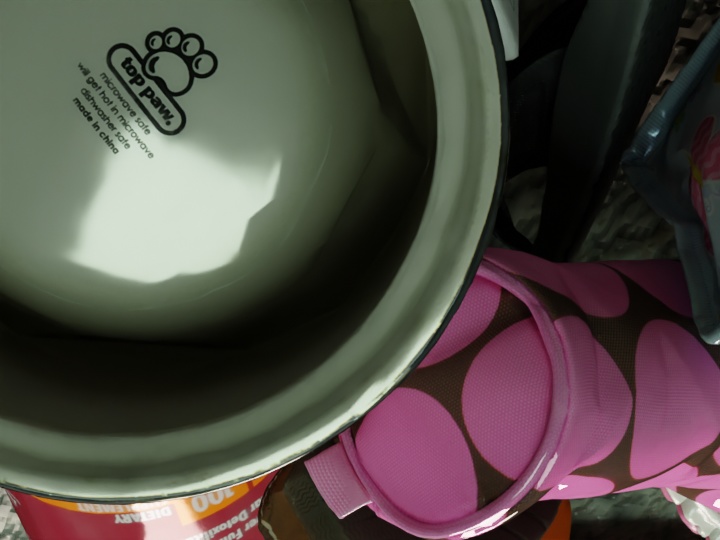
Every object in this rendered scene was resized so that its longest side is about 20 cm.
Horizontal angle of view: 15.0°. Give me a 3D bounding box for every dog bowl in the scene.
[{"bbox_3d":[-0.061,-0.045,0.705,0.200,0.074,0.200,1,104,4],"label":"dog bowl"}]

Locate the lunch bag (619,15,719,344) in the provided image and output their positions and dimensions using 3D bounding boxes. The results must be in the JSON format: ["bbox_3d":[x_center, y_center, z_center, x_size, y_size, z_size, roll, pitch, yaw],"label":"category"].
[{"bbox_3d":[0.203,-0.050,0.788,0.170,0.127,0.200,23,115,-26],"label":"lunch bag"}]

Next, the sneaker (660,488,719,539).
[{"bbox_3d":[0.178,0.065,0.974,0.087,0.074,0.200,-31,136,33],"label":"sneaker"}]

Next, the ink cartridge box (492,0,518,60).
[{"bbox_3d":[-0.036,-0.128,0.758,0.109,0.050,0.200,-12,139,16],"label":"ink cartridge box"}]

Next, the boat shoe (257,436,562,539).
[{"bbox_3d":[0.023,0.067,0.898,0.074,0.076,0.200,-35,174,30],"label":"boat shoe"}]

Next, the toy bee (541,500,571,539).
[{"bbox_3d":[0.026,0.166,0.996,0.109,0.200,0.131,-11,129,17],"label":"toy bee"}]

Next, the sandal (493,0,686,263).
[{"bbox_3d":[0.063,-0.059,0.839,0.048,0.075,0.200,25,133,10],"label":"sandal"}]

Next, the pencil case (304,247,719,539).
[{"bbox_3d":[0.075,0.039,0.820,0.200,0.091,0.094,5,133,-50],"label":"pencil case"}]

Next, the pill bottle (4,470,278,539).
[{"bbox_3d":[-0.060,0.081,0.963,0.113,0.113,0.200,-6,140,9],"label":"pill bottle"}]
